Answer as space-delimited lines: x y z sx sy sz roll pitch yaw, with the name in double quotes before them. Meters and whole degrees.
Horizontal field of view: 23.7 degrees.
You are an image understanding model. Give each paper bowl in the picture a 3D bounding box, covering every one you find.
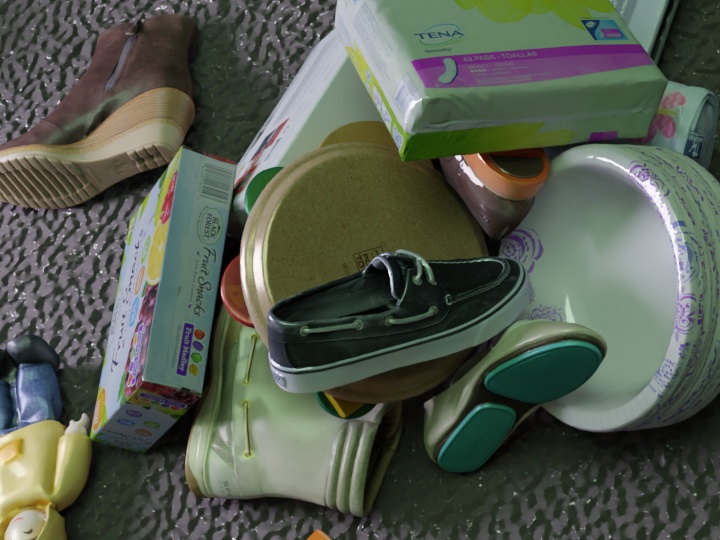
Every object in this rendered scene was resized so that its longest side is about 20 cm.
"paper bowl" 0.196 0.012 1.221 0.200 0.104 0.202 3 94 53

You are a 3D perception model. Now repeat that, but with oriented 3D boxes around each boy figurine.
"boy figurine" -0.270 0.155 1.348 0.124 0.065 0.201 -15 56 6

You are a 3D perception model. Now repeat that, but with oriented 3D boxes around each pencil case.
"pencil case" 0.172 -0.113 1.308 0.199 0.083 0.091 18 103 24

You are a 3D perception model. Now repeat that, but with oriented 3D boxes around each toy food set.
"toy food set" 0.000 0.000 1.248 0.197 0.049 0.201 -34 90 -22

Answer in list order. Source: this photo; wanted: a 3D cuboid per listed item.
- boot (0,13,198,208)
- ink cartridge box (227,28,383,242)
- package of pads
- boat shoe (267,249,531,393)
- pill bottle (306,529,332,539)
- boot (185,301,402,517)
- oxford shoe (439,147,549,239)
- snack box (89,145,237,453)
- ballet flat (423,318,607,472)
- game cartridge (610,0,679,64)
"boot" -0.237 -0.143 1.512 0.199 0.073 0.167 -11 47 13
"ink cartridge box" -0.027 -0.104 1.381 0.084 0.175 0.201 36 73 -13
"package of pads" 0.095 -0.157 1.217 0.199 0.068 0.155 -7 47 -23
"boat shoe" 0.027 0.019 1.180 0.199 0.068 0.072 -17 34 -16
"pill bottle" -0.073 0.275 1.193 0.200 0.106 0.106 -45 59 -9
"boot" -0.039 0.084 1.308 0.154 0.072 0.201 5 69 21
"oxford shoe" 0.070 -0.109 1.266 0.071 0.073 0.201 -4 48 -23
"snack box" -0.154 0.024 1.338 0.053 0.142 0.201 16 61 -17
"ballet flat" 0.104 0.073 1.217 0.200 0.069 0.070 -46 44 45
"game cartridge" 0.181 -0.194 1.397 0.132 0.042 0.201 15 78 28
